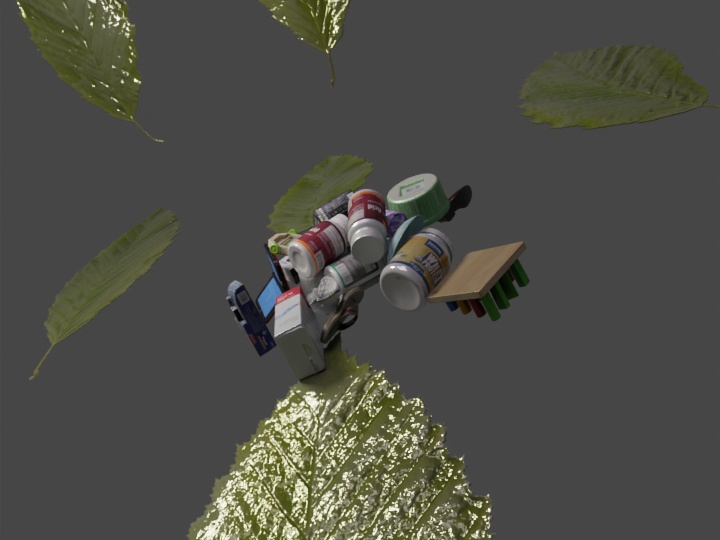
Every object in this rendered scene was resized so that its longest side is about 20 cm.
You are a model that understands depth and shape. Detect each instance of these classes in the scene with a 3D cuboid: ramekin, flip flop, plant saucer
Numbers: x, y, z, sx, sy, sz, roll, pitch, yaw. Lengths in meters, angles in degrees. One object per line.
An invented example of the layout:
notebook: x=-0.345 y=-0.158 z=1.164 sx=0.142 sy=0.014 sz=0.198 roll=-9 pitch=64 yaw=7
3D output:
ramekin: x=0.176 y=-0.219 z=1.828 sx=0.194 sy=0.100 sz=0.202 roll=-20 pitch=27 yaw=10
flip flop: x=-0.040 y=0.127 z=1.567 sx=0.056 sy=0.083 sz=0.201 roll=22 pitch=45 yaw=18
plant saucer: x=0.116 y=-0.069 z=1.635 sx=0.038 sy=0.205 sz=0.201 roll=26 pitch=49 yaw=18
ramekin: x=-0.104 y=0.004 z=1.806 sx=0.196 sy=0.096 sz=0.204 roll=-20 pitch=27 yaw=10

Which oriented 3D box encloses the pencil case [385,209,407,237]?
pencil case: x=0.068 y=-0.144 z=1.793 sx=0.084 sy=0.086 sz=0.198 roll=-35 pitch=25 yaw=-20

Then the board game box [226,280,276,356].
board game box: x=-0.337 y=0.135 z=1.711 sx=0.061 sy=0.205 sz=0.199 roll=-30 pitch=12 yaw=-17

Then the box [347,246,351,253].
box: x=0.021 y=-0.079 z=1.914 sx=0.109 sy=0.035 sz=0.197 roll=-39 pitch=29 yaw=-26

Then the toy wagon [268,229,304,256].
toy wagon: x=-0.190 y=-0.077 z=1.823 sx=0.193 sy=0.041 sz=0.155 roll=13 pitch=25 yaw=14

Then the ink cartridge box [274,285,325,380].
ink cartridge box: x=-0.160 y=0.160 z=1.515 sx=0.081 sy=0.149 sz=0.201 roll=-22 pitch=26 yaw=4

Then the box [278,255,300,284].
box: x=-0.183 y=-0.044 z=2.000 sx=0.198 sy=0.061 sz=0.115 roll=-37 pitch=29 yaw=-22

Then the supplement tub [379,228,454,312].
supplement tub: x=0.154 y=-0.004 z=1.539 sx=0.141 sy=0.148 sz=0.201 roll=1 pitch=36 yaw=41

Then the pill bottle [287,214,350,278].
pill bottle: x=-0.110 y=-0.077 z=1.713 sx=0.112 sy=0.117 sz=0.198 roll=8 pitch=37 yaw=47

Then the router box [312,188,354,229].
router box: x=-0.077 y=-0.153 z=1.882 sx=0.148 sy=0.202 sz=0.063 roll=-33 pitch=68 yaw=-17

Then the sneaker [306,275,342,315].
sneaker: x=-0.087 y=0.074 z=1.606 sx=0.199 sy=0.085 sz=0.077 roll=-32 pitch=39 yaw=62

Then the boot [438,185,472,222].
boot: x=0.255 y=-0.220 z=1.944 sx=0.197 sy=0.066 sz=0.186 roll=1 pitch=34 yaw=50

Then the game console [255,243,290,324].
game console: x=-0.298 y=0.037 z=1.837 sx=0.116 sy=0.177 sz=0.200 roll=-24 pitch=26 yaw=-11

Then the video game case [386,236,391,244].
video game case: x=0.070 y=-0.121 z=1.875 sx=0.196 sy=0.024 sz=0.180 roll=-26 pitch=24 yaw=-26

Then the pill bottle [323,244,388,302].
pill bottle: x=0.000 y=0.000 z=1.693 sx=0.196 sy=0.116 sz=0.112 roll=-27 pitch=25 yaw=-22

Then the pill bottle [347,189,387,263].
pill bottle: x=0.020 y=-0.125 z=1.640 sx=0.111 sy=0.116 sz=0.204 roll=-17 pitch=41 yaw=14

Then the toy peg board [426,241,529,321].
toy peg board: x=0.298 y=0.040 z=1.421 sx=0.199 sy=0.099 sz=0.197 roll=-41 pitch=14 yaw=-29
